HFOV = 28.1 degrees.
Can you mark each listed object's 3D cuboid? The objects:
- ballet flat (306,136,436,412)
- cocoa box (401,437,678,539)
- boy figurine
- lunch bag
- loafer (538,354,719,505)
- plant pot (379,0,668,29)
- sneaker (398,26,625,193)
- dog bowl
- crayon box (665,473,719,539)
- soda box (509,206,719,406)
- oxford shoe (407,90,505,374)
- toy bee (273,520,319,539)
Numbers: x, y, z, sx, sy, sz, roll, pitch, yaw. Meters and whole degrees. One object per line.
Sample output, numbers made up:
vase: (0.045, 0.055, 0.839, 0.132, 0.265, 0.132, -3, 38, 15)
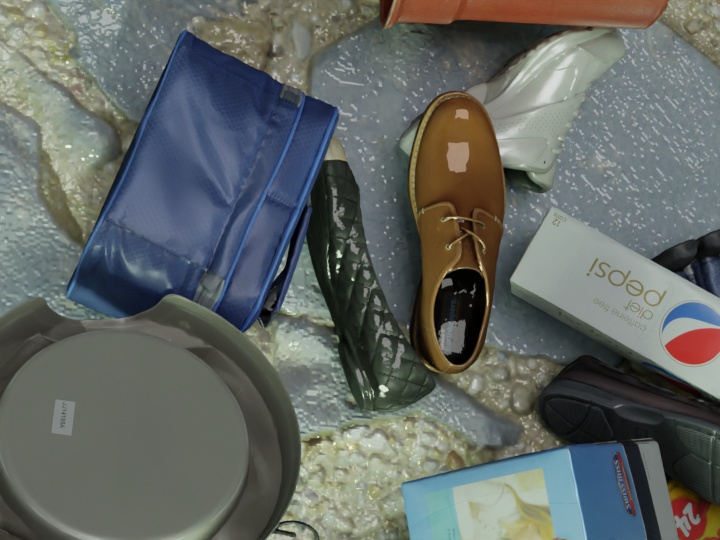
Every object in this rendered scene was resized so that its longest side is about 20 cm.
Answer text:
ballet flat: (0.000, 0.000, 1.003, 0.057, 0.066, 0.201, -14, 87, -15)
cocoa box: (0.127, 0.218, 0.920, 0.131, 0.133, 0.201, 7, 69, -53)
boy figurine: (0.276, 0.074, 1.080, 0.124, 0.064, 0.201, -14, 76, -24)
lunch bag: (-0.098, -0.035, 0.938, 0.132, 0.136, 0.201, 24, 71, -11)
loafer: (0.226, 0.108, 1.011, 0.199, 0.072, 0.063, 19, 47, 24)
plant pot: (0.124, -0.259, 1.030, 0.194, 0.201, 0.202, 8, 71, -5)
sneaker: (0.128, -0.111, 1.084, 0.200, 0.078, 0.100, -33, 94, -16)
dog bowl: (-0.137, 0.103, 0.816, 0.199, 0.059, 0.201, 11, 49, -13)
crayon box: (0.263, 0.239, 1.033, 0.127, 0.051, 0.200, -35, 88, -25)
soda box: (0.207, 0.034, 1.025, 0.200, 0.068, 0.064, 30, 86, 11)
oxford shoe: (0.072, -0.026, 1.001, 0.071, 0.071, 0.201, 0, 90, -7)
toy bee: (-0.135, 0.201, 0.844, 0.131, 0.199, 0.109, 53, 28, -42)
